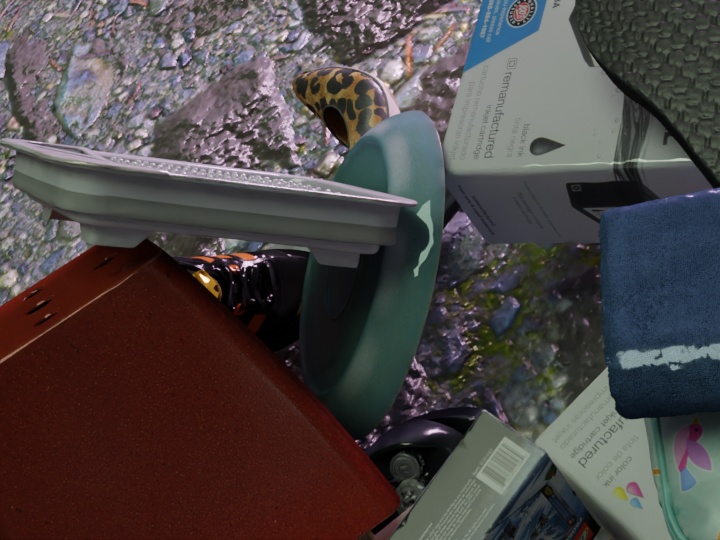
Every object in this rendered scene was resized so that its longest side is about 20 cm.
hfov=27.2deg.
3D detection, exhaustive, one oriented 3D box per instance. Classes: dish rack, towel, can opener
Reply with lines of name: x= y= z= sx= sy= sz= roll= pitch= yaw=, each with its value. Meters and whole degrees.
dish rack: x=-0.086 y=-0.036 z=0.798 sx=0.172 sy=0.199 sz=0.044 roll=-162 pitch=78 yaw=-65
towel: x=0.202 y=0.008 z=0.625 sx=0.199 sy=0.049 sz=0.112 roll=-8 pitch=48 yaw=19
can opener: x=-0.009 y=0.137 z=0.897 sx=0.199 sy=0.079 sz=0.064 roll=-22 pitch=85 yaw=23

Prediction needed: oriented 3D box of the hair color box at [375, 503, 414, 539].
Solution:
hair color box: x=0.000 y=0.226 z=0.809 sx=0.200 sy=0.065 sz=0.109 roll=-38 pitch=44 yaw=0

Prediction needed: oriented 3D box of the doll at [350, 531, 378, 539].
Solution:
doll: x=-0.069 y=0.210 z=0.789 sx=0.200 sy=0.048 sz=0.137 roll=-32 pitch=35 yaw=13

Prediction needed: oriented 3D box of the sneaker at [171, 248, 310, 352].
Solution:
sneaker: x=-0.094 y=0.022 z=0.953 sx=0.090 sy=0.199 sz=0.070 roll=-30 pitch=73 yaw=61

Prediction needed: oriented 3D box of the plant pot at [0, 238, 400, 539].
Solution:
plant pot: x=-0.127 y=0.089 z=0.813 sx=0.200 sy=0.177 sz=0.200 roll=-33 pitch=16 yaw=-10

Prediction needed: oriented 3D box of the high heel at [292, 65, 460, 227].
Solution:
high heel: x=-0.018 y=-0.064 z=1.040 sx=0.143 sy=0.071 sz=0.200 roll=-49 pitch=50 yaw=-10

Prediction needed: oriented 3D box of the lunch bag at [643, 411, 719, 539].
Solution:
lunch bag: x=0.210 y=0.050 z=0.674 sx=0.160 sy=0.077 sz=0.201 roll=-16 pitch=47 yaw=19

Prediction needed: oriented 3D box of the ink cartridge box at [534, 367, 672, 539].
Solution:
ink cartridge box: x=0.208 y=0.108 z=0.745 sx=0.148 sy=0.086 sz=0.200 roll=-44 pitch=43 yaw=-5

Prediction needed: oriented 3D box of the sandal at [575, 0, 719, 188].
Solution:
sandal: x=0.169 y=-0.096 z=0.748 sx=0.075 sy=0.048 sz=0.201 roll=-29 pitch=55 yaw=8

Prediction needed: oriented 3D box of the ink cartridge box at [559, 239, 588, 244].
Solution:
ink cartridge box: x=0.174 y=-0.095 z=0.935 sx=0.116 sy=0.068 sz=0.201 roll=-20 pitch=50 yaw=21

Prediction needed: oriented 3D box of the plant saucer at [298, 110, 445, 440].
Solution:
plant saucer: x=0.000 y=0.000 z=0.886 sx=0.200 sy=0.027 sz=0.201 roll=-168 pitch=90 yaw=-74

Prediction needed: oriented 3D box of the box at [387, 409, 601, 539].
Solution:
box: x=0.029 y=0.173 z=0.692 sx=0.040 sy=0.137 sz=0.200 roll=33 pitch=81 yaw=30

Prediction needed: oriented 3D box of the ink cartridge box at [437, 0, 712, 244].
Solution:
ink cartridge box: x=0.161 y=-0.096 z=0.838 sx=0.199 sy=0.084 sz=0.146 roll=0 pitch=60 yaw=31
